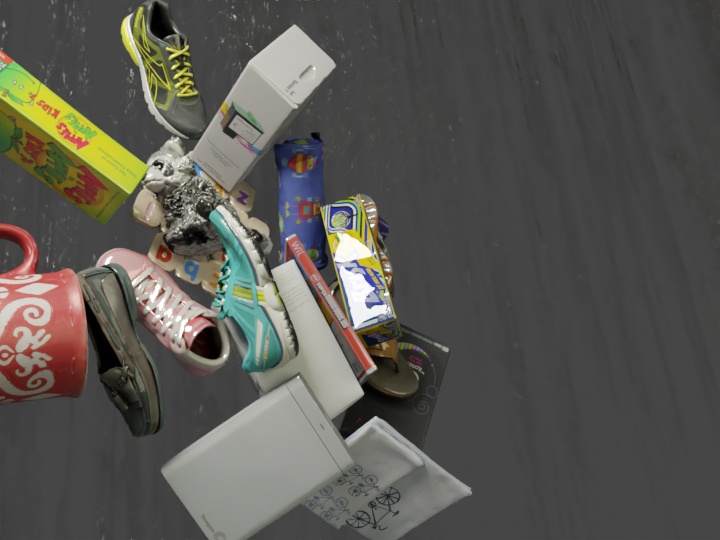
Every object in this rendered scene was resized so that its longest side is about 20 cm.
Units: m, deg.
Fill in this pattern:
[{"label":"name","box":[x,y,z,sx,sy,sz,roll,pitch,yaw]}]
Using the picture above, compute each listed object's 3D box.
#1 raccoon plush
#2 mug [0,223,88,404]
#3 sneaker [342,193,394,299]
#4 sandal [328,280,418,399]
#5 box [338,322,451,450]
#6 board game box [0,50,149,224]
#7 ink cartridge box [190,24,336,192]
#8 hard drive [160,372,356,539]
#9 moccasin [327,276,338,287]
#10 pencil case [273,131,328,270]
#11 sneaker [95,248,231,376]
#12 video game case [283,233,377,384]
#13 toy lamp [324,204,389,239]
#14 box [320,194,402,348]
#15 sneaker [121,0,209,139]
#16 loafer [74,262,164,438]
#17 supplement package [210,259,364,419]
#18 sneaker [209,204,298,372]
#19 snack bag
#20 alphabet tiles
[{"label":"raccoon plush","box":[-0.218,-0.090,0.788,0.136,0.095,0.200,66,12,21]},{"label":"mug","box":[-0.389,0.057,0.551,0.197,0.135,0.178,-4,44,-39]},{"label":"sneaker","box":[0.007,-0.034,0.903,0.078,0.077,0.203,59,15,-57]},{"label":"sandal","box":[0.020,0.093,0.821,0.081,0.055,0.203,-16,69,-38]},{"label":"box","box":[0.049,0.197,0.873,0.120,0.107,0.202,22,53,3]},{"label":"board game box","box":[-0.357,-0.148,0.660,0.199,0.101,0.048,40,50,-24]},{"label":"ink cartridge box","box":[-0.140,-0.229,0.815,0.084,0.199,0.146,40,44,-13]},{"label":"hard drive","box":[-0.121,0.235,0.690,0.198,0.027,0.133,-33,98,0]},{"label":"moccasin","box":[-0.016,0.047,0.921,0.200,0.080,0.069,-46,113,-41]},{"label":"pencil case","box":[-0.089,-0.101,0.858,0.076,0.087,0.205,-9,113,-21]},{"label":"sneaker","box":[-0.232,0.047,0.695,0.201,0.104,0.076,52,58,-15]},{"label":"video game case","box":[-0.047,0.063,0.771,0.017,0.143,0.202,-29,78,-17]},{"label":"toy lamp","box":[-0.032,-0.091,0.978,0.197,0.058,0.060,13,64,-38]},{"label":"box","box":[0.000,0.000,0.797,0.070,0.063,0.203,65,8,-61]},{"label":"sneaker","box":[-0.271,-0.285,0.808,0.074,0.084,0.203,-33,97,-44]},{"label":"loafer","box":[-0.280,0.096,0.644,0.063,0.071,0.205,-16,91,-59]},{"label":"supplement package","box":[-0.101,0.106,0.766,0.116,0.117,0.203,-30,95,-20]},{"label":"sneaker","box":[-0.137,0.022,0.664,0.078,0.078,0.204,-21,88,-6]},{"label":"snack bag","box":[0.025,0.306,0.786,0.199,0.188,0.022,40,23,-19]},{"label":"alphabet tiles","box":[-0.222,-0.068,0.817,0.198,0.014,0.199,31,52,-31]}]
